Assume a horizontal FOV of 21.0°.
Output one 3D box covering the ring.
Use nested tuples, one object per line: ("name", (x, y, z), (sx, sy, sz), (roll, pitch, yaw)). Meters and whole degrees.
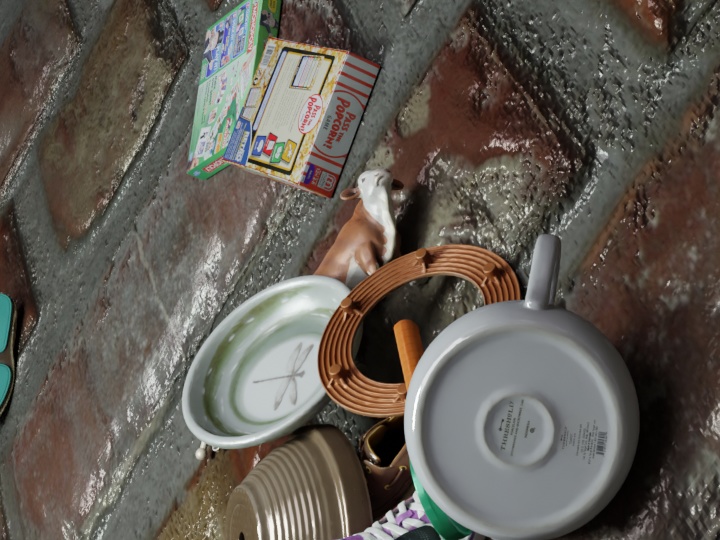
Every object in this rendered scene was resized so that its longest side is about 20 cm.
("ring", (0.049, 0.047, 1.726), (0.199, 0.019, 0.202), (-18, 40, 16))

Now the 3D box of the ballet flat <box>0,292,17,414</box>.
("ballet flat", (-0.501, 0.130, 2.647), (0.065, 0.070, 0.202), (110, 169, -64))

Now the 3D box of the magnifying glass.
("magnifying glass", (0.057, 0.130, 1.610), (0.022, 0.080, 0.202), (-26, 54, 18))

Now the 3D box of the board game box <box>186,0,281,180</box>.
("board game box", (-0.150, -0.221, 2.305), (0.134, 0.029, 0.202), (-26, 51, 49))

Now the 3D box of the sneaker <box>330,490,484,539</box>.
("sneaker", (0.035, 0.225, 1.647), (0.202, 0.114, 0.073), (-65, 29, 5))

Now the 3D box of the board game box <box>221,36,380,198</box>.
("board game box", (-0.068, -0.170, 2.122), (0.200, 0.046, 0.153), (22, 91, 60))

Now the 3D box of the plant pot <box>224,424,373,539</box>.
("plant pot", (-0.065, 0.241, 1.760), (0.200, 0.092, 0.203), (180, 90, -67))

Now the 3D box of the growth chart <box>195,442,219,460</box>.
("growth chart", (-0.105, 0.117, 2.037), (0.199, 0.018, 0.146), (-19, 55, 52))

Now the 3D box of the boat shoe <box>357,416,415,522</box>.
("boat shoe", (0.027, 0.164, 1.741), (0.200, 0.067, 0.073), (-43, 39, 38))

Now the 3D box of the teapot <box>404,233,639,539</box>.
("teapot", (0.129, 0.107, 1.532), (0.199, 0.198, 0.146), (-37, 1, 12))

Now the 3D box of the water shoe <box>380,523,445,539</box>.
("water shoe", (-0.014, 0.265, 1.569), (0.199, 0.079, 0.072), (-37, 41, -1))

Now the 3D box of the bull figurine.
("bull figurine", (0.000, 0.000, 1.887), (0.201, 0.065, 0.122), (-60, 37, 25))

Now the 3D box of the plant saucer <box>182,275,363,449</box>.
("plant saucer", (-0.074, 0.096, 1.828), (0.199, 0.050, 0.201), (-24, 38, 20))
